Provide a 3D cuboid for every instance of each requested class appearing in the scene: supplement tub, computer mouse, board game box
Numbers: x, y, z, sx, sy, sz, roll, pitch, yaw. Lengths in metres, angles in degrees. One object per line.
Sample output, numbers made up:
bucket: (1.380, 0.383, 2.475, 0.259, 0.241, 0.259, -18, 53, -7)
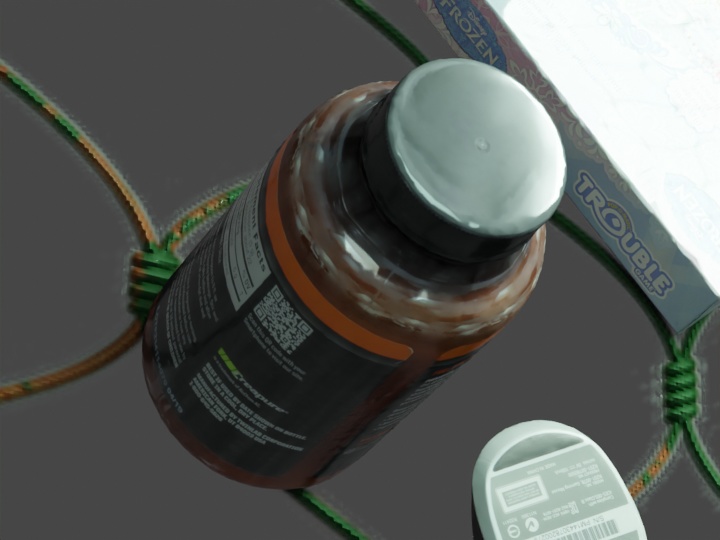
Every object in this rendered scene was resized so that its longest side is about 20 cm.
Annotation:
supplement tub: (0.000, 0.000, 1.016, 0.107, 0.200, 0.107, 13, 59, -22)
computer mouse: (0.095, 0.157, 1.081, 0.110, 0.044, 0.200, -14, 77, -28)
board game box: (0.152, -0.100, 1.248, 0.199, 0.043, 0.200, -33, 82, -37)
